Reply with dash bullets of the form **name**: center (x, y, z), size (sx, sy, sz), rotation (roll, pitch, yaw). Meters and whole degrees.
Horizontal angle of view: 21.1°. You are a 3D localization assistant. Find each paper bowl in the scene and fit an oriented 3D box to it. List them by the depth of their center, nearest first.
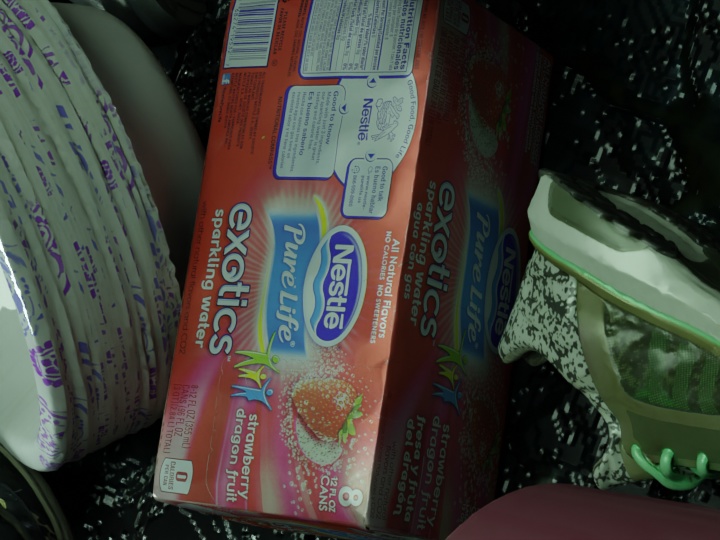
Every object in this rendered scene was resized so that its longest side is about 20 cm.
- **paper bowl**: center (-0.127, -0.028, 0.792), size (0.104, 0.202, 0.201), rotation (-23, 54, -22)

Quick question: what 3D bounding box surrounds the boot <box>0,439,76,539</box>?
- **boot**: center (-0.178, 0.122, 0.754), size (0.074, 0.153, 0.204), rotation (-50, 59, 14)

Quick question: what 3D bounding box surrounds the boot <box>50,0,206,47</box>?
- **boot**: center (-0.174, -0.106, 0.903), size (0.200, 0.066, 0.165), rotation (-40, 50, 17)

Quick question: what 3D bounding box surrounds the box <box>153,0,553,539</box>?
- **box**: center (0.000, 0.000, 0.735), size (0.099, 0.095, 0.202), rotation (2, 79, 34)

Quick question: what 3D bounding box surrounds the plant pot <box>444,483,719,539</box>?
- **plant pot**: center (0.104, 0.152, 0.569), size (0.178, 0.199, 0.201), rotation (22, 91, 45)

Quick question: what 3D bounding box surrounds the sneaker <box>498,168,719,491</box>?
- **sneaker**: center (0.120, 0.048, 0.665), size (0.200, 0.077, 0.089), rotation (44, 117, 40)
